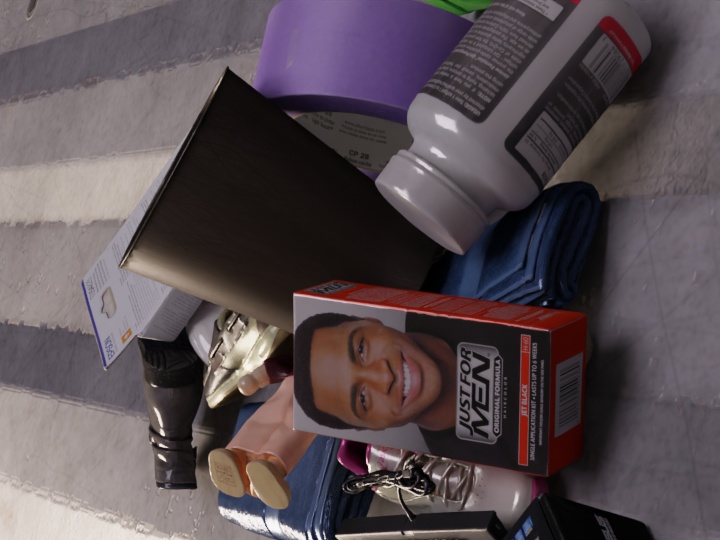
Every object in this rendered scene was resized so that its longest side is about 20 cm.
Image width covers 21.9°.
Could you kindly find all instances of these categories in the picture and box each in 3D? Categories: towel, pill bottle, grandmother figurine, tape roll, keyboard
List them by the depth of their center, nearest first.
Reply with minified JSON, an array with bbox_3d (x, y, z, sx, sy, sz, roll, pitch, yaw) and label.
[{"bbox_3d":[0.040,0.185,1.294,0.021,0.128,0.199,-40,12,-30],"label":"keyboard"},{"bbox_3d":[0.102,-0.113,1.299,0.200,0.111,0.111,-51,27,-6],"label":"pill bottle"},{"bbox_3d":[0.091,0.009,1.349,0.200,0.048,0.112,-35,26,50],"label":"towel"},{"bbox_3d":[-0.039,0.095,1.426,0.200,0.120,0.061,-48,-34,-40],"label":"grandmother figurine"},{"bbox_3d":[0.017,-0.135,1.436,0.199,0.199,0.086,-12,63,59],"label":"tape roll"},{"bbox_3d":[-0.047,0.165,1.514,0.199,0.048,0.113,1,72,60],"label":"towel"}]

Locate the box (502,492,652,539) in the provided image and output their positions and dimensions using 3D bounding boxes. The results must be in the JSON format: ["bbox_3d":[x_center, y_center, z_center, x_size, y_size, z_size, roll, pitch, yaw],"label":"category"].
[{"bbox_3d":[0.112,0.267,1.131,0.201,0.086,0.164,-56,31,27],"label":"box"}]

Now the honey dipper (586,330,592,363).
[{"bbox_3d":[0.096,0.078,1.341,0.200,0.038,0.038,-33,46,57],"label":"honey dipper"}]

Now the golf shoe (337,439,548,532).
[{"bbox_3d":[0.054,0.149,1.309,0.199,0.091,0.076,6,77,61],"label":"golf shoe"}]

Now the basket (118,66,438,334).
[{"bbox_3d":[-0.054,-0.027,1.381,0.181,0.199,0.136,-55,10,33],"label":"basket"}]

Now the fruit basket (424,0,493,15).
[{"bbox_3d":[0.075,-0.319,1.524,0.214,0.155,0.218,-15,67,40],"label":"fruit basket"}]

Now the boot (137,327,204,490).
[{"bbox_3d":[-0.180,0.127,1.773,0.200,0.069,0.133,-85,-5,-76],"label":"boot"}]

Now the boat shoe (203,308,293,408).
[{"bbox_3d":[-0.091,0.057,1.553,0.066,0.071,0.201,59,152,8],"label":"boat shoe"}]

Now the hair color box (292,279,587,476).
[{"bbox_3d":[0.051,0.070,1.263,0.198,0.061,0.103,7,103,31],"label":"hair color box"}]

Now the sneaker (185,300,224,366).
[{"bbox_3d":[-0.116,0.010,1.735,0.080,0.070,0.202,-42,39,39],"label":"sneaker"}]

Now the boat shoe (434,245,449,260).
[{"bbox_3d":[0.000,0.000,1.528,0.199,0.074,0.076,-13,20,41],"label":"boat shoe"}]

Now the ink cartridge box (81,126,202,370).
[{"bbox_3d":[-0.184,-0.017,1.767,0.200,0.040,0.200,-52,27,12],"label":"ink cartridge box"}]
